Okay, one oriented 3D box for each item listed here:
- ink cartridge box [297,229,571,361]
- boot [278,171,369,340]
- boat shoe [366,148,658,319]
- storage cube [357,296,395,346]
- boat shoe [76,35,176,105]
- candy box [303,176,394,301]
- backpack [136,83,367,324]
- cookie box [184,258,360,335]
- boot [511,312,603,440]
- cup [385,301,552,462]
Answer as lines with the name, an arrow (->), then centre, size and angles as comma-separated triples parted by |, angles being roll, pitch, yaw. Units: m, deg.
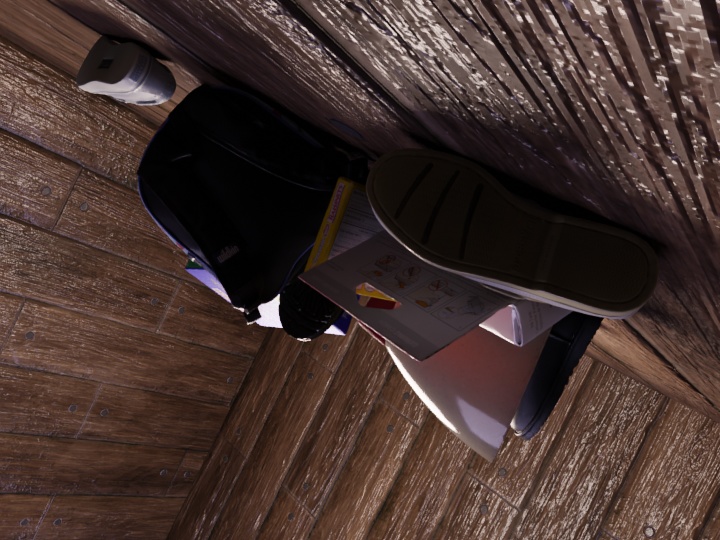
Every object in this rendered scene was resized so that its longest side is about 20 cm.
ink cartridge box -> 0.066, 0.010, 0.542 | 0.199, 0.172, 0.044 | 29, 143, 55
boot -> 0.002, 0.001, 0.781 | 0.079, 0.213, 0.158 | 30, 178, 30
boat shoe -> 0.094, -0.018, 0.441 | 0.198, 0.076, 0.068 | 27, 175, 19
storage cube -> 0.134, 0.062, 0.923 | 0.179, 0.202, 0.170 | 35, -174, 34
boat shoe -> -0.280, -0.228, 0.774 | 0.071, 0.071, 0.199 | 31, 176, -42
candy box -> 0.034, -0.021, 0.671 | 0.198, 0.104, 0.026 | 14, -171, -47
backpack -> -0.123, -0.087, 0.665 | 0.190, 0.201, 0.154 | 41, 175, -18
cookie box -> -0.125, 0.013, 0.921 | 0.198, 0.076, 0.171 | 1, 149, 44
boot -> 0.171, 0.081, 0.771 | 0.166, 0.203, 0.076 | 25, -158, 8
cup -> 0.108, 0.062, 0.643 | 0.141, 0.203, 0.200 | 24, 180, 16
